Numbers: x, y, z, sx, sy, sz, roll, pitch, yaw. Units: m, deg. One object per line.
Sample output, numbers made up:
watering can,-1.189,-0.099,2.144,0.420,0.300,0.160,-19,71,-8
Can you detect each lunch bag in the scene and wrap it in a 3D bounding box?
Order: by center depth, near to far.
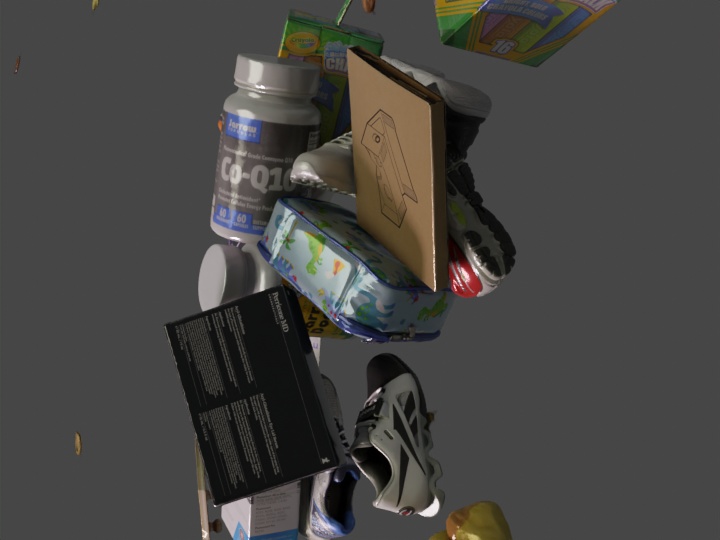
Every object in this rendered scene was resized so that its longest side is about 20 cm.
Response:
lunch bag,0.000,0.000,1.199,0.199,0.160,0.083,37,110,33

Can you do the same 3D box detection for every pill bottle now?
pill bottle,-0.105,-0.138,1.265,0.114,0.113,0.202,33,119,57
pill bottle,-0.088,0.020,1.336,0.112,0.198,0.114,-20,67,57

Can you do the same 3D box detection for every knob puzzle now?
knob puzzle,-0.220,0.347,1.638,0.220,0.030,0.223,175,90,-81

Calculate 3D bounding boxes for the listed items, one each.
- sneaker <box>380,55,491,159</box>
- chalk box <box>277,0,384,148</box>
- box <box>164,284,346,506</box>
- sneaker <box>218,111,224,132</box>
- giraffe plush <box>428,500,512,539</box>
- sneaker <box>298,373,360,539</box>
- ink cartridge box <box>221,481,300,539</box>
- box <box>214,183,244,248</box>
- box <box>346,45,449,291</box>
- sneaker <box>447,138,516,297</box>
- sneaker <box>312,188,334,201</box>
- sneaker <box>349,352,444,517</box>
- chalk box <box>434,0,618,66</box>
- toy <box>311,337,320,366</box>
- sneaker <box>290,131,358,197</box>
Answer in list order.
sneaker,0.062,-0.166,1.237,0.200,0.075,0.115,38,114,53
chalk box,-0.044,-0.246,1.358,0.125,0.122,0.202,-97,21,-74
box,-0.112,0.135,1.208,0.079,0.140,0.202,32,-139,-79
sneaker,-0.146,-0.119,1.407,0.113,0.077,0.200,-56,43,13
giraffe plush,0.071,0.315,1.035,0.200,0.161,0.175,29,109,59
sneaker,-0.033,0.224,1.340,0.085,0.076,0.203,-9,85,53
ink cartridge box,-0.119,0.233,1.342,0.116,0.066,0.202,-139,50,-60
box,-0.126,-0.134,1.563,0.201,0.078,0.142,-57,41,37
box,0.036,-0.102,1.103,0.163,0.021,0.202,43,145,49
sneaker,0.076,-0.061,1.141,0.085,0.077,0.201,-42,70,45
sneaker,-0.074,-0.033,1.482,0.085,0.073,0.201,41,117,14
sneaker,0.026,0.173,1.223,0.074,0.088,0.201,-57,37,39
chalk box,0.167,-0.298,1.019,0.200,0.123,0.126,-37,53,52
toy,-0.108,0.023,1.442,0.114,0.047,0.203,12,106,30
sneaker,-0.008,-0.123,1.242,0.076,0.199,0.081,19,101,29
